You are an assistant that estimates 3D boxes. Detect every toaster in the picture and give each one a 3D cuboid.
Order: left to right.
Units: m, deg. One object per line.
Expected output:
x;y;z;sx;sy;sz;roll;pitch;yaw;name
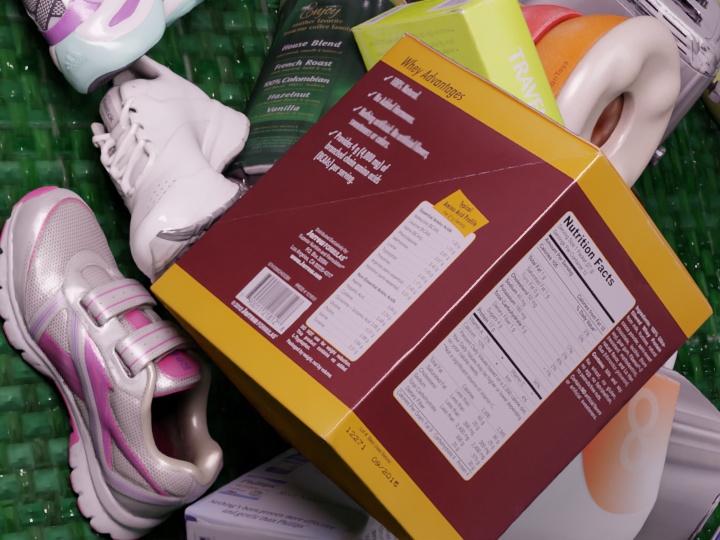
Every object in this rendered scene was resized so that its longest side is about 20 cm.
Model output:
0.155;-0.165;1.861;0.200;0.129;0.114;42;26;-6;toaster
0.150;0.128;1.729;0.129;0.201;0.114;13;26;-49;toaster

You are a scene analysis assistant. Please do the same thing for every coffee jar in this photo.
-0.017;-0.107;1.692;0.105;0.085;0.201;59;37;-44;coffee jar

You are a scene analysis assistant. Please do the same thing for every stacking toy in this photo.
0.094;-0.132;1.779;0.146;0.199;0.147;-39;147;-32;stacking toy

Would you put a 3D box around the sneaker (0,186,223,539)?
-0.128;0.045;1.503;0.081;0.088;0.201;-32;102;-51;sneaker

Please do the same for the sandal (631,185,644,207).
0.115;-0.059;1.868;0.199;0.055;0.082;-5;57;-49;sandal

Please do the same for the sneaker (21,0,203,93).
-0.145;-0.201;1.584;0.140;0.078;0.200;54;30;-10;sneaker

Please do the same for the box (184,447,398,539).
0.003;0.196;1.559;0.200;0.104;0.185;-24;116;-52;box

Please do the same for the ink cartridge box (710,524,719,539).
0.226;0.221;1.807;0.047;0.201;0.198;34;42;8;ink cartridge box

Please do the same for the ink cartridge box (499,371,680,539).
0.105;0.139;1.552;0.162;0.050;0.202;22;75;-49;ink cartridge box

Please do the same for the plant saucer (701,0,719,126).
0.309;-0.174;2.174;0.199;0.031;0.202;22;60;-46;plant saucer

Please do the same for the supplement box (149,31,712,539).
0.035;0.015;1.444;0.200;0.197;0.133;-45;128;-7;supplement box

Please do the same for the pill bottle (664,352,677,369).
0.109;0.024;1.787;0.199;0.111;0.112;26;58;-44;pill bottle

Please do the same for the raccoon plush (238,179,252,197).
0.000;0.000;1.600;0.097;0.199;0.135;-96;164;-68;raccoon plush

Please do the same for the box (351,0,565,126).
0.076;-0.063;1.621;0.047;0.122;0.201;-29;104;-31;box

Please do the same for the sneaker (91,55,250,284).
-0.117;-0.058;1.547;0.087;0.075;0.200;39;17;-17;sneaker
